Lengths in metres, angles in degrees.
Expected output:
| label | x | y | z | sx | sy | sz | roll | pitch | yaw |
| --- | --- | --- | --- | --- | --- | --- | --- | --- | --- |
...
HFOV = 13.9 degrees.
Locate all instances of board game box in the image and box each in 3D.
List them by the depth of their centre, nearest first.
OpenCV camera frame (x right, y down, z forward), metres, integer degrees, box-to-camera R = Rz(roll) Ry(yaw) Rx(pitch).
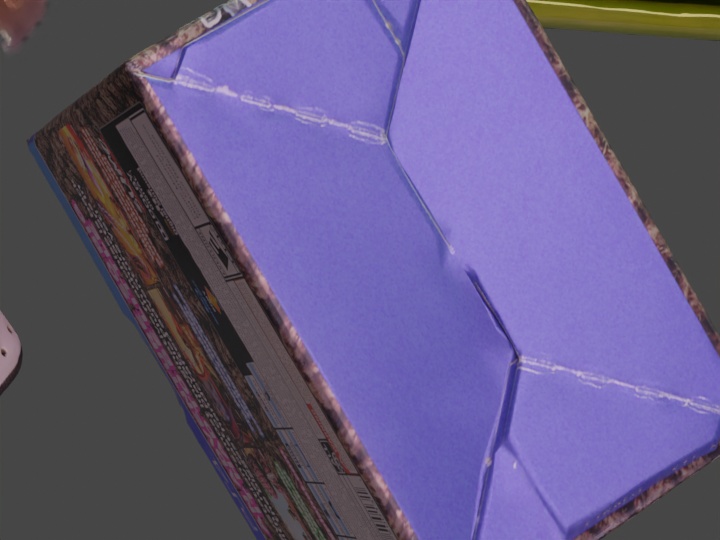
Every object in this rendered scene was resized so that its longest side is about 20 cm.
| label | x | y | z | sx | sy | sz | roll | pitch | yaw |
| --- | --- | --- | --- | --- | --- | --- | --- | --- | --- |
| board game box | 0.000 | 0.000 | 0.806 | 0.097 | 0.200 | 0.160 | -31 | 95 | -13 |

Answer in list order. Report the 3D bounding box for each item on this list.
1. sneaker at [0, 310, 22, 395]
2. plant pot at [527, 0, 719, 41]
| label | x | y | z | sx | sy | sz | roll | pitch | yaw |
| --- | --- | --- | --- | --- | --- | --- | --- | --- | --- |
| sneaker | -0.141 | 0.004 | 0.851 | 0.087 | 0.075 | 0.201 | 11 | 76 | -40 |
| plant pot | 0.120 | -0.177 | 0.850 | 0.199 | 0.199 | 0.183 | 2 | 80 | -12 |
